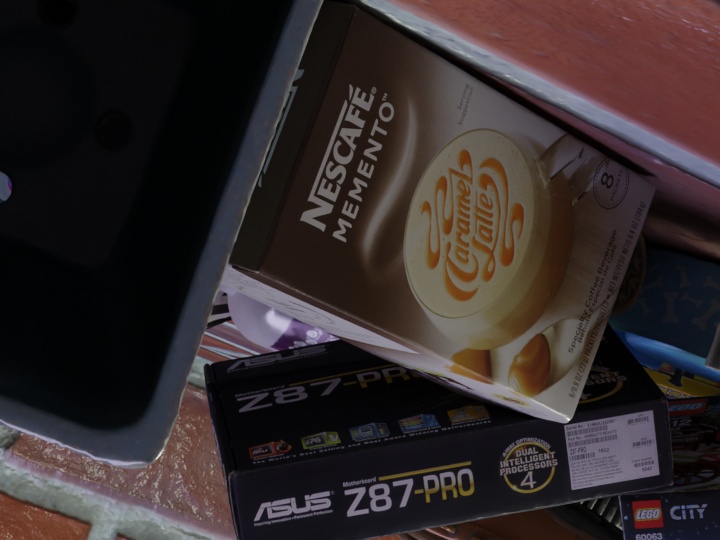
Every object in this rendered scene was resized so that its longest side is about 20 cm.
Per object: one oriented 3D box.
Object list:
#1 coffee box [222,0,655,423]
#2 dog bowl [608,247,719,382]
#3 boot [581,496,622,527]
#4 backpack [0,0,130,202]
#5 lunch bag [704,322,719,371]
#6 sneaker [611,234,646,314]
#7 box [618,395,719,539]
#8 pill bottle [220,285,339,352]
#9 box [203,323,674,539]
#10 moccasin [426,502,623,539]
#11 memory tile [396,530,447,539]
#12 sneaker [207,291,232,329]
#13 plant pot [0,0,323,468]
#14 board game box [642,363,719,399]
[{"bbox_3d":[0.020,-0.023,1.019,0.199,0.115,0.079,25,173,-42],"label":"coffee box"},{"bbox_3d":[0.212,0.042,1.258,0.199,0.050,0.111,22,173,-12],"label":"dog bowl"},{"bbox_3d":[0.091,0.081,1.441,0.199,0.078,0.138,25,-177,-8],"label":"boot"},{"bbox_3d":[-0.139,-0.058,1.156,0.166,0.127,0.200,21,177,-38],"label":"backpack"},{"bbox_3d":[0.243,0.052,0.964,0.199,0.118,0.164,13,173,17],"label":"lunch bag"},{"bbox_3d":[0.039,-0.023,1.155,0.199,0.068,0.090,21,169,-39],"label":"sneaker"},{"bbox_3d":[0.226,0.091,1.132,0.199,0.038,0.137,-5,-166,14],"label":"box"},{"bbox_3d":[0.000,0.000,1.270,0.199,0.113,0.112,21,173,-13],"label":"pill bottle"},{"bbox_3d":[0.032,0.071,1.143,0.199,0.049,0.161,-10,-165,-4],"label":"box"},{"bbox_3d":[0.100,0.156,1.250,0.201,0.078,0.074,35,180,-8],"label":"moccasin"},{"bbox_3d":[0.052,0.125,1.382,0.153,0.017,0.200,13,-165,-31],"label":"memory tile"},{"bbox_3d":[-0.111,-0.029,1.337,0.200,0.116,0.075,26,171,-40],"label":"sneaker"},{"bbox_3d":[-0.125,-0.065,0.840,0.195,0.197,0.200,20,-179,-2],"label":"plant pot"},{"bbox_3d":[0.143,0.040,1.419,0.199,0.057,0.165,19,171,11],"label":"board game box"}]
